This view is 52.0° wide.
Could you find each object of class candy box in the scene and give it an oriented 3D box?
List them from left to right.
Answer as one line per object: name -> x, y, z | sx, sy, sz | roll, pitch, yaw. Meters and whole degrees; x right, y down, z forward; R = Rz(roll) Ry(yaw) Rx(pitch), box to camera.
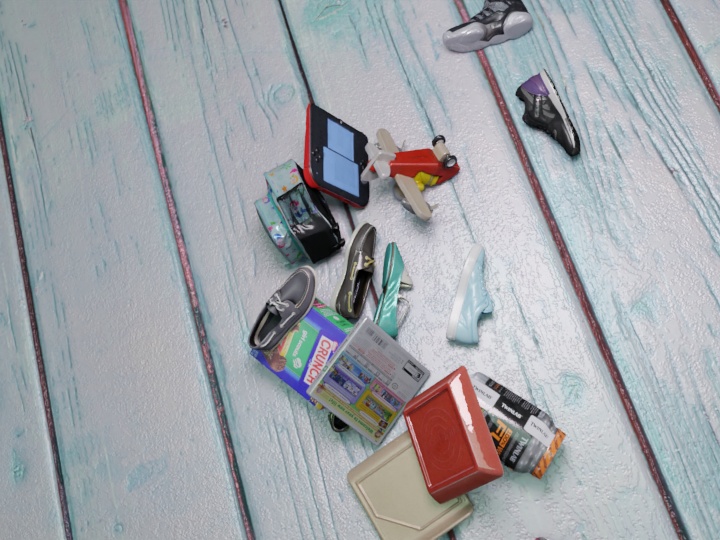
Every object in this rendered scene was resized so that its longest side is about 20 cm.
candy box -> -0.104, 0.153, 1.494 | 0.199, 0.077, 0.170 | 34, 108, 20

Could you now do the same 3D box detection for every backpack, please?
backpack -> -0.136, -0.124, 1.550 | 0.149, 0.178, 0.202 | -24, 67, 2

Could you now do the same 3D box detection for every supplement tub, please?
supplement tub -> 0.269, 0.288, 1.365 | 0.199, 0.123, 0.123 | 30, 84, 20

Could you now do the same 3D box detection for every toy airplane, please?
toy airplane -> 0.090, -0.199, 1.531 | 0.197, 0.142, 0.201 | 26, 50, 7

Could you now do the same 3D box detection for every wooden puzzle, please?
wooden puzzle -> 0.094, 0.427, 1.423 | 0.184, 0.037, 0.201 | -35, 66, 4

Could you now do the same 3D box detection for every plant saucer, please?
plant saucer -> 0.153, 0.303, 1.337 | 0.200, 0.036, 0.202 | -45, 55, 47

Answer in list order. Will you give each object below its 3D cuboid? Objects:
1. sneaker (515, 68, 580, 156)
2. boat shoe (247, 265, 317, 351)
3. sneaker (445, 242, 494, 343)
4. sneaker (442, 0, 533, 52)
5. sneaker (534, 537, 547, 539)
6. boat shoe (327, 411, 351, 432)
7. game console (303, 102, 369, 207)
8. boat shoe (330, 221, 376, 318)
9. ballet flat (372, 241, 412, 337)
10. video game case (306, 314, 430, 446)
sneaker -> 0.387, -0.311, 1.532 | 0.087, 0.076, 0.202 | -27, 66, 21
boat shoe -> -0.153, 0.078, 1.437 | 0.073, 0.063, 0.201 | 41, 108, 20
sneaker -> 0.231, 0.050, 1.471 | 0.081, 0.074, 0.202 | 15, 88, 9
sneaker -> 0.270, -0.556, 1.616 | 0.197, 0.076, 0.115 | -12, 72, 5
sneaker -> 0.402, 0.515, 1.301 | 0.198, 0.081, 0.075 | 18, 66, 10
boat shoe -> 0.009, 0.237, 1.468 | 0.071, 0.061, 0.202 | 36, 89, -3
game console -> -0.046, -0.237, 1.550 | 0.031, 0.199, 0.179 | -7, 73, 36
boat shoe -> 0.000, 0.000, 1.528 | 0.060, 0.071, 0.204 | 15, 86, 34
ballet flat -> 0.071, 0.044, 1.519 | 0.070, 0.067, 0.203 | 13, 78, -8
video game case -> 0.019, 0.215, 1.424 | 0.183, 0.200, 0.022 | -52, 29, -8
